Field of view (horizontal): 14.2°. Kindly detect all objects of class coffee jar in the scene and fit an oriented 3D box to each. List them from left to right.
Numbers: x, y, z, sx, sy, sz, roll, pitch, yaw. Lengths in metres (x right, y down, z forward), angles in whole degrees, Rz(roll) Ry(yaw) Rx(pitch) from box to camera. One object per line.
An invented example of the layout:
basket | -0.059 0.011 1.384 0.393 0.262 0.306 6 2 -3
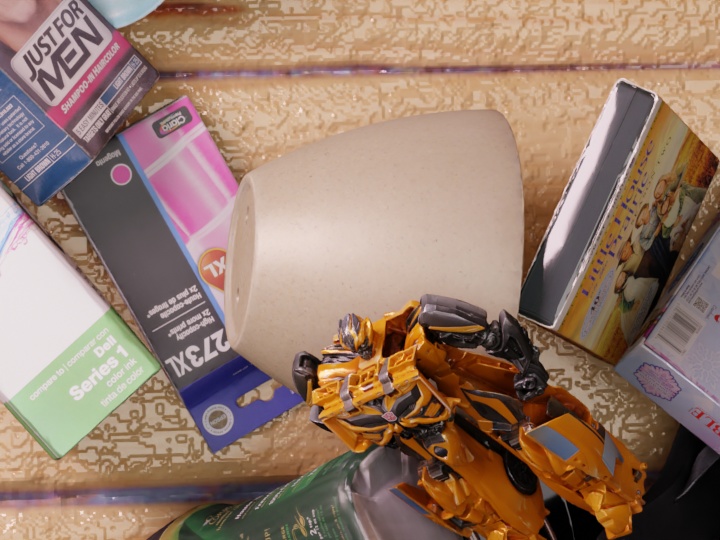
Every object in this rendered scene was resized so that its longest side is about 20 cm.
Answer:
coffee jar | -0.041 0.173 1.676 0.200 0.085 0.104 -22 99 38

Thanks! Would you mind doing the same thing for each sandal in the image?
sandal | 0.210 0.135 1.721 0.076 0.043 0.200 55 47 -15

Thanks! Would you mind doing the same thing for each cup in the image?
cup | 0.000 0.000 1.655 0.143 0.200 0.201 6 92 -12

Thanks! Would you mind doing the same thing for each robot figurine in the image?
robot figurine | 0.058 0.087 1.563 0.200 0.145 0.058 37 43 -32

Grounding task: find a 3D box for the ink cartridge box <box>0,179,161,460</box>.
ink cartridge box | -0.212 0.005 1.665 0.084 0.145 0.200 -42 96 -4

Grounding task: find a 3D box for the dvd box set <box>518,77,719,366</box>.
dvd box set | 0.153 -0.023 1.682 0.029 0.200 0.147 24 88 19

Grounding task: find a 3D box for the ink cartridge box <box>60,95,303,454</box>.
ink cartridge box | -0.097 0.003 1.735 0.095 0.037 0.200 -30 97 -5

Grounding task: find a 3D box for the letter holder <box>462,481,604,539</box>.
letter holder | 0.122 0.188 1.712 0.100 0.142 0.200 -26 95 -5

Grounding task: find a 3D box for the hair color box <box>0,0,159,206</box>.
hair color box | -0.220 -0.144 1.662 0.200 0.100 0.061 44 130 -11

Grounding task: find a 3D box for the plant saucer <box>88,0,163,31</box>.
plant saucer | -0.183 -0.229 1.663 0.200 0.200 0.027 40 43 -6

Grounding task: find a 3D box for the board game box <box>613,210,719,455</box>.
board game box | 0.279 0.047 1.719 0.199 0.041 0.200 39 56 -1
